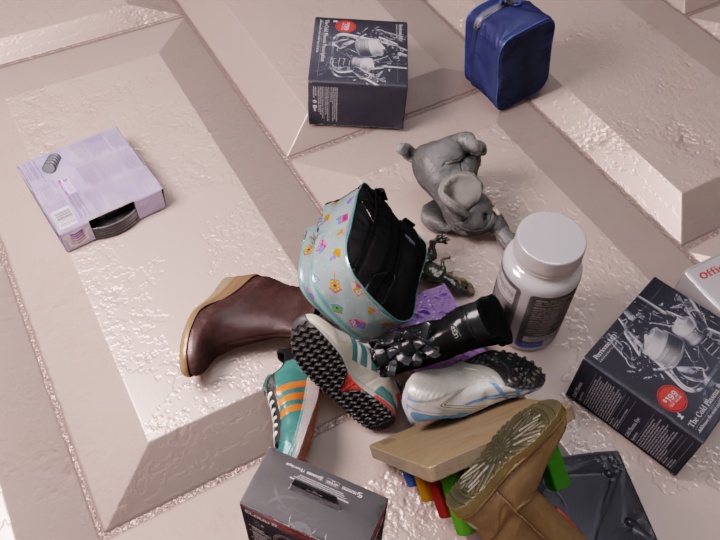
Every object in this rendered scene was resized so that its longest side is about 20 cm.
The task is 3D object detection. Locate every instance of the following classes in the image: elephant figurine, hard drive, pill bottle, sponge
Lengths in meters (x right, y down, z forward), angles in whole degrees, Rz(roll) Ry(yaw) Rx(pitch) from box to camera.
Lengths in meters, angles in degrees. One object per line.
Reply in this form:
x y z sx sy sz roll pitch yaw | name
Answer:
0.164 -0.118 1.249 0.154 0.141 0.201 -16 66 21 | elephant figurine
0.256 0.310 0.964 0.199 0.042 0.135 -10 53 -8 | hard drive
0.254 0.017 1.092 0.113 0.201 0.114 1 52 -2 | pill bottle
0.115 0.111 1.102 0.111 0.030 0.200 -17 46 -12 | sponge

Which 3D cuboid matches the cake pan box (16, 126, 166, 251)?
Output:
-0.452 -0.142 1.281 0.184 0.052 0.200 -31 59 -21 | cake pan box

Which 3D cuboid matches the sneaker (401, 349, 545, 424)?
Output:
0.148 0.156 1.000 0.199 0.073 0.072 -8 44 -14 | sneaker

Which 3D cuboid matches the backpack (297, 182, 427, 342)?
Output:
0.000 0.000 1.088 0.153 0.176 0.201 -29 33 24 | backpack

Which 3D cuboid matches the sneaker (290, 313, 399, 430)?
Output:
-0.016 0.123 1.037 0.200 0.070 0.094 48 34 -16 | sneaker

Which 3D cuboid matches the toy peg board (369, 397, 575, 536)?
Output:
0.144 0.241 0.948 0.199 0.199 0.098 -17 90 -20 | toy peg board

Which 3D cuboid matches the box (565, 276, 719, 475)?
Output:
0.427 0.143 1.063 0.182 0.104 0.200 36 59 25 | box

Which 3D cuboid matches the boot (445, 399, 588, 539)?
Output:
0.211 0.266 0.842 0.175 0.066 0.200 -43 105 -2 | boot

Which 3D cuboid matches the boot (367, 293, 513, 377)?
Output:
0.111 0.093 1.028 0.162 0.198 0.074 -24 78 20 | boot

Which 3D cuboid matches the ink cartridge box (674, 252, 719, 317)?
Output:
0.590 0.069 1.140 0.144 0.085 0.200 -21 57 -18 | ink cartridge box

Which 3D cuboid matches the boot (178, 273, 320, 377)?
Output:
-0.156 0.081 1.095 0.165 0.073 0.201 7 44 16 | boot

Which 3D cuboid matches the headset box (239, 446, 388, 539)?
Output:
-0.051 0.292 0.865 0.148 0.201 0.075 19 54 13 | headset box

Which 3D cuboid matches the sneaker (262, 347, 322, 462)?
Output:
-0.099 0.188 1.031 0.079 0.072 0.201 7 44 4 | sneaker

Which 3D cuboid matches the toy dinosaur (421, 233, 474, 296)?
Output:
0.094 -0.020 1.215 0.199 0.048 0.088 15 60 13 | toy dinosaur

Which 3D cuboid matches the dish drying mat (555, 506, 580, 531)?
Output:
0.188 0.375 0.888 0.200 0.018 0.077 -39 79 -13 | dish drying mat

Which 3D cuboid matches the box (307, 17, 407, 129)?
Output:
-0.003 -0.378 1.440 0.181 0.104 0.201 3 52 -2 | box

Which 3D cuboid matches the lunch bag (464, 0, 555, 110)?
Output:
0.273 -0.429 1.441 0.135 0.201 0.132 -28 55 -16 | lunch bag
